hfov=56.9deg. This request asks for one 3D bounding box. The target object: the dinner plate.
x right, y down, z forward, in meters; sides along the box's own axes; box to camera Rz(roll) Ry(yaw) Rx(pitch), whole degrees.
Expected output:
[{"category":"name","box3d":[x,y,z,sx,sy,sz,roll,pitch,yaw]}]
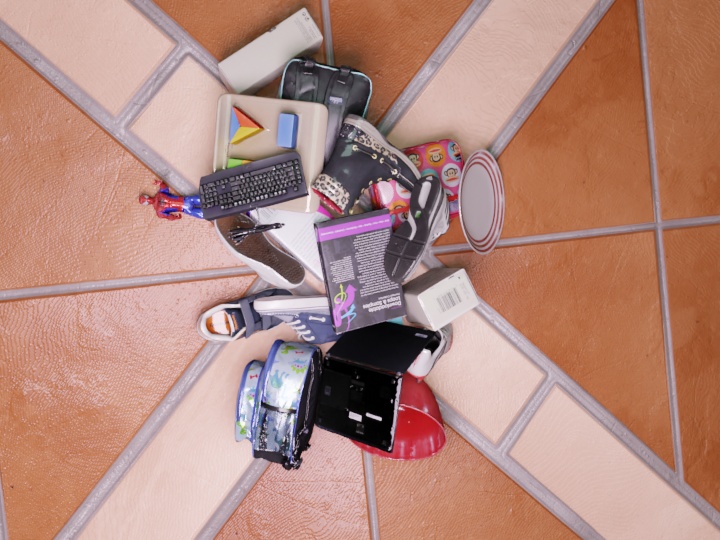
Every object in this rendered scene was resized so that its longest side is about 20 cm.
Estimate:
[{"category":"dinner plate","box3d":[0.234,-0.134,1.306,0.198,0.024,0.206,-1,92,-52]}]

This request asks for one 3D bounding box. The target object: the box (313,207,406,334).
[{"category":"box","box3d":[0.000,0.000,1.214,0.139,0.036,0.205,-12,96,-15]}]

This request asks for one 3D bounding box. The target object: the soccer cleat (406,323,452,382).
[{"category":"soccer cleat","box3d":[0.139,0.131,1.265,0.068,0.200,0.086,30,124,12]}]

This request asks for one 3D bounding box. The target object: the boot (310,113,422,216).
[{"category":"boot","box3d":[0.013,-0.157,1.186,0.202,0.073,0.156,37,78,-33]}]

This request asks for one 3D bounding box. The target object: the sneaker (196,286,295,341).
[{"category":"sneaker","box3d":[-0.211,0.087,1.251,0.196,0.079,0.080,-19,93,-11]}]

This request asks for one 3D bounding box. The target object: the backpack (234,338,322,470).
[{"category":"backpack","box3d":[-0.147,0.229,1.209,0.143,0.183,0.205,12,90,3]}]

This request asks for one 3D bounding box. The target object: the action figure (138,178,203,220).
[{"category":"action figure","box3d":[-0.312,-0.122,1.224,0.194,0.099,0.067,5,89,-8]}]

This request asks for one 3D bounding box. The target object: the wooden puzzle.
[{"category":"wooden puzzle","box3d":[-0.162,-0.203,1.153,0.194,0.046,0.190,7,98,6]}]

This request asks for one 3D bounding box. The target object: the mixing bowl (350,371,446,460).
[{"category":"mixing bowl","box3d":[0.069,0.263,1.264,0.196,0.202,0.110,20,47,-9]}]

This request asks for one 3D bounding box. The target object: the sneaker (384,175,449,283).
[{"category":"sneaker","box3d":[0.118,-0.058,1.218,0.074,0.115,0.204,17,79,35]}]

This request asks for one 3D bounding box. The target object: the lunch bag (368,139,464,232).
[{"category":"lunch bag","box3d":[0.114,-0.154,1.311,0.195,0.082,0.181,-14,97,-11]}]

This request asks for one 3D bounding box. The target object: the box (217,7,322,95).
[{"category":"box","box3d":[-0.170,-0.404,1.255,0.198,0.082,0.069,-36,97,-10]}]

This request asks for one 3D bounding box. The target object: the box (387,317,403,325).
[{"category":"box","box3d":[0.035,0.029,1.292,0.048,0.082,0.205,-14,92,-10]}]

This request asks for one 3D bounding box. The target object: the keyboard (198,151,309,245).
[{"category":"keyboard","box3d":[-0.182,-0.118,1.138,0.195,0.021,0.130,-12,95,14]}]

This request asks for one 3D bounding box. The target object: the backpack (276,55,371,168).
[{"category":"backpack","box3d":[-0.078,-0.269,1.234,0.171,0.153,0.206,10,90,-10]}]

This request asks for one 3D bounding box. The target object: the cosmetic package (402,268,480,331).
[{"category":"cosmetic package","box3d":[0.138,0.050,1.252,0.102,0.200,0.074,-29,94,-7]}]

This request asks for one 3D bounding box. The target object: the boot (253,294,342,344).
[{"category":"boot","box3d":[-0.109,0.095,1.247,0.196,0.072,0.093,0,93,-34]}]

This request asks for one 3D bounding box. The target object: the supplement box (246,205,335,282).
[{"category":"supplement box","box3d":[-0.111,-0.080,1.256,0.199,0.103,0.102,43,83,-6]}]

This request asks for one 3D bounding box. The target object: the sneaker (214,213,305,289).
[{"category":"sneaker","box3d":[-0.198,-0.029,1.245,0.199,0.084,0.073,41,64,-9]}]

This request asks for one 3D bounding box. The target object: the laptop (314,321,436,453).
[{"category":"laptop","box3d":[0.025,0.195,1.185,0.102,0.174,0.206,8,90,-52]}]
